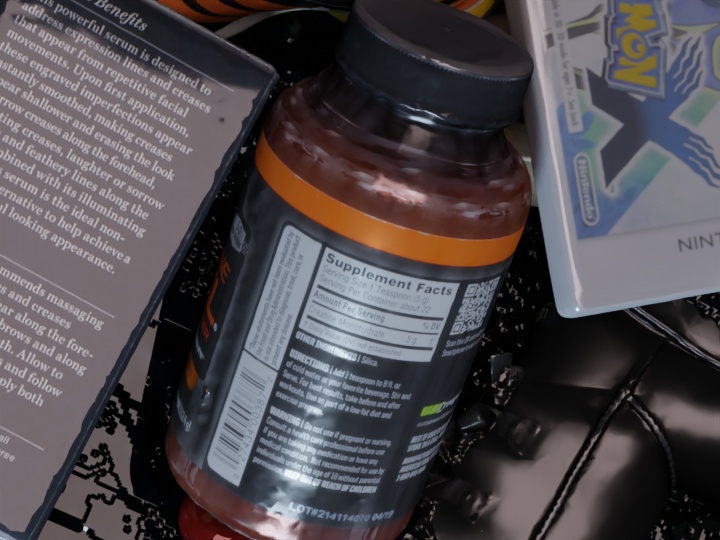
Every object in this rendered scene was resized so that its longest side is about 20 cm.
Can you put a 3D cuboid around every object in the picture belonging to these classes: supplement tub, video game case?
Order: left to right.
[{"bbox_3d":[0.000,0.000,0.774,0.106,0.107,0.201,16,113,-9],"label":"supplement tub"},{"bbox_3d":[0.143,-0.095,0.789,0.181,0.022,0.202,-9,88,-19],"label":"video game case"}]

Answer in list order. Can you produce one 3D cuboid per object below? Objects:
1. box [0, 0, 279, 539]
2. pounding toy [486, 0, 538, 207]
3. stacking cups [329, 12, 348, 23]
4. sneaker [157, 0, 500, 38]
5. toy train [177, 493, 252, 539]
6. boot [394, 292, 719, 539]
[{"bbox_3d":[-0.131,-0.003,0.797,0.106,0.148,0.201,29,77,-7],"label":"box"},{"bbox_3d":[0.125,-0.124,0.888,0.182,0.142,0.202,10,82,0],"label":"pounding toy"},{"bbox_3d":[-0.069,-0.174,0.882,0.199,0.061,0.061,31,78,-2],"label":"stacking cups"},{"bbox_3d":[-0.045,-0.132,0.799,0.198,0.090,0.071,1,79,21],"label":"sneaker"},{"bbox_3d":[-0.038,0.183,0.777,0.115,0.085,0.201,15,49,6],"label":"toy train"},{"bbox_3d":[0.120,0.101,0.875,0.198,0.073,0.163,35,75,1],"label":"boot"}]
